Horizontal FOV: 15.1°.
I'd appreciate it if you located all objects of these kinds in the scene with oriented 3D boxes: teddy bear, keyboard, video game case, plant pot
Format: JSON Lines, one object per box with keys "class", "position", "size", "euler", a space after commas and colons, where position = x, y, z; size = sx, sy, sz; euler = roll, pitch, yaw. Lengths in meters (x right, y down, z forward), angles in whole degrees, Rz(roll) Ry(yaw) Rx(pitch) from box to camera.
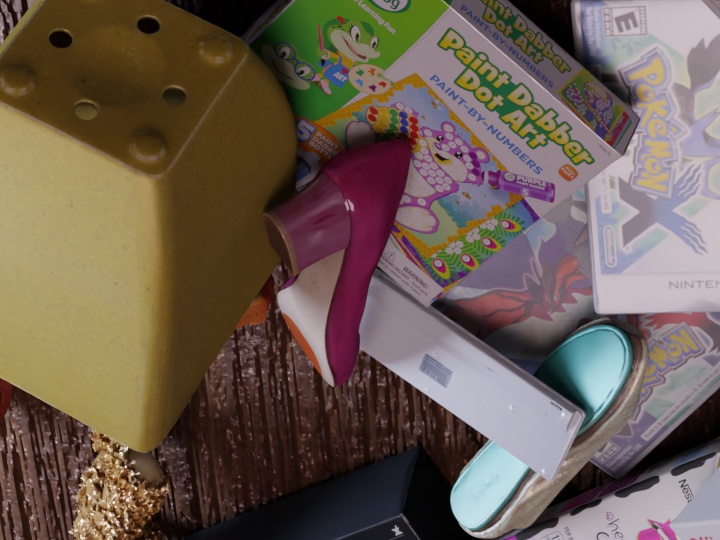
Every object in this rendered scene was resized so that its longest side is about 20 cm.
{"class": "teddy bear", "position": [-0.169, 0.189, 1.810], "size": [0.066, 0.145, 0.201], "euler": [-3, 128, -20]}
{"class": "keyboard", "position": [0.051, 0.056, 1.698], "size": [0.200, 0.011, 0.056], "euler": [35, 128, 19]}
{"class": "video game case", "position": [0.154, 0.022, 1.696], "size": [0.182, 0.023, 0.200], "euler": [35, 124, -12]}
{"class": "plant pot", "position": [-0.149, -0.058, 1.553], "size": [0.195, 0.195, 0.200], "euler": [26, 144, 8]}
{"class": "video game case", "position": [0.220, -0.070, 1.592], "size": [0.181, 0.022, 0.201], "euler": [-2, 111, 12]}

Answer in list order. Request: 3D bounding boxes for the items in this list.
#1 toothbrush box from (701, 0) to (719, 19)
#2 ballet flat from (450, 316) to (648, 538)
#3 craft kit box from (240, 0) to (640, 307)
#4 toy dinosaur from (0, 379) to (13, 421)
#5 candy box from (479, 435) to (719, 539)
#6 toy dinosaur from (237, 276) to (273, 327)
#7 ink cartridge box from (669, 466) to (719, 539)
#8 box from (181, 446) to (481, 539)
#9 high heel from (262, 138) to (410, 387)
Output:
{"class": "toothbrush box", "position": [0.226, -0.253, 1.452], "size": [0.200, 0.085, 0.146], "euler": [-36, 111, 29]}
{"class": "ballet flat", "position": [0.129, 0.097, 1.711], "size": [0.062, 0.068, 0.200], "euler": [3, 141, -41]}
{"class": "craft kit box", "position": [0.028, -0.095, 1.600], "size": [0.200, 0.049, 0.197], "euler": [39, 133, -11]}
{"class": "toy dinosaur", "position": [-0.265, 0.084, 1.746], "size": [0.199, 0.181, 0.106], "euler": [6, 88, 38]}
{"class": "candy box", "position": [0.183, 0.205, 1.761], "size": [0.199, 0.061, 0.137], "euler": [-26, 92, 23]}
{"class": "toy dinosaur", "position": [-0.150, -0.012, 1.693], "size": [0.181, 0.105, 0.201], "euler": [-11, 114, 1]}
{"class": "ink cartridge box", "position": [0.297, 0.162, 1.646], "size": [0.200, 0.125, 0.128], "euler": [47, 159, -9]}
{"class": "box", "position": [-0.013, 0.221, 1.838], "size": [0.199, 0.079, 0.141], "euler": [-22, 119, 26]}
{"class": "high heel", "position": [0.000, 0.000, 1.643], "size": [0.096, 0.068, 0.200], "euler": [-31, 155, -12]}
